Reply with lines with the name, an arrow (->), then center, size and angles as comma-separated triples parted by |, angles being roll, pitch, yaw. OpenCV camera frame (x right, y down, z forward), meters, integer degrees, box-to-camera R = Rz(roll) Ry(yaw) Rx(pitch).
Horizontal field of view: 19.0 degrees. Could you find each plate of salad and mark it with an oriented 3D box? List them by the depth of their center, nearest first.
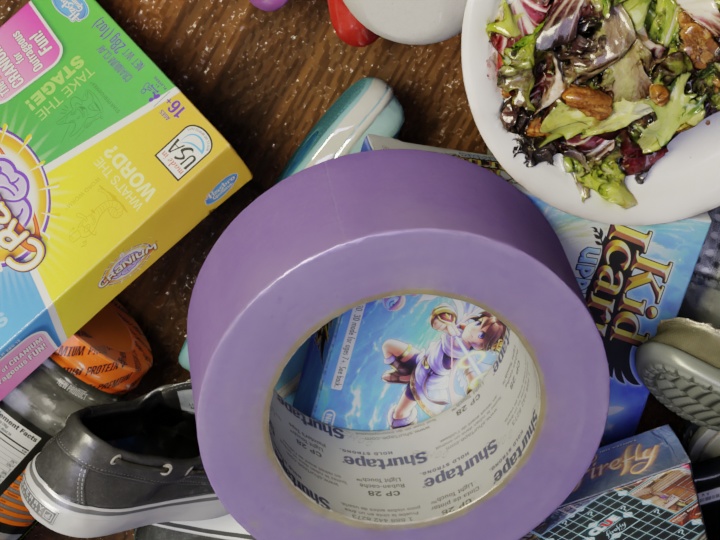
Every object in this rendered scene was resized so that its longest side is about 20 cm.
plate of salad -> 0.147, -0.112, 1.037 | 0.199, 0.048, 0.201 | -5, 114, -12

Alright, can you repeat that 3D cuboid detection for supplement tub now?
supplement tub -> -0.214, 0.090, 1.187 | 0.122, 0.123, 0.200 | 42, 102, -10

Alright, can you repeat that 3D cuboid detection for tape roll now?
tape roll -> 0.016, 0.048, 1.054 | 0.199, 0.085, 0.201 | -3, 120, -6

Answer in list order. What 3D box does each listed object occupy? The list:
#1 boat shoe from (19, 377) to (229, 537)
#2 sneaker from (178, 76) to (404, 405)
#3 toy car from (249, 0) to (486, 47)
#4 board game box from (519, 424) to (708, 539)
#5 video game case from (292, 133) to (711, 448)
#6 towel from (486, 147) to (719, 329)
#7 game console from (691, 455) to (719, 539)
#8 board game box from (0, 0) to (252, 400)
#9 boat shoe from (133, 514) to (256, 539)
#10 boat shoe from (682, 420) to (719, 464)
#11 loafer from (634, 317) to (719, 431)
boat shoe -> -0.100, 0.089, 1.146 | 0.070, 0.200, 0.066 | 43, 114, 25
sneaker -> 0.000, 0.000, 1.181 | 0.130, 0.080, 0.200 | 31, 114, -5
toy car -> -0.010, -0.188, 1.099 | 0.199, 0.175, 0.150 | 23, 142, -6
board game box -> 0.089, 0.171, 1.146 | 0.199, 0.035, 0.136 | -18, 126, -1
video game case -> 0.068, 0.038, 1.133 | 0.181, 0.045, 0.201 | 7, 119, -16
towel -> 0.163, -0.066, 1.135 | 0.192, 0.035, 0.201 | 16, 123, 9
game console -> 0.185, 0.175, 1.211 | 0.199, 0.031, 0.177 | -16, 125, -3
board game box -> -0.179, -0.039, 1.124 | 0.200, 0.040, 0.153 | -42, 64, -4
boat shoe -> -0.040, 0.165, 1.205 | 0.199, 0.074, 0.068 | 8, 96, 18
boat shoe -> 0.263, 0.052, 1.194 | 0.200, 0.062, 0.075 | -42, 110, 17
loafer -> 0.237, 0.054, 1.126 | 0.199, 0.075, 0.070 | 16, 74, -16
